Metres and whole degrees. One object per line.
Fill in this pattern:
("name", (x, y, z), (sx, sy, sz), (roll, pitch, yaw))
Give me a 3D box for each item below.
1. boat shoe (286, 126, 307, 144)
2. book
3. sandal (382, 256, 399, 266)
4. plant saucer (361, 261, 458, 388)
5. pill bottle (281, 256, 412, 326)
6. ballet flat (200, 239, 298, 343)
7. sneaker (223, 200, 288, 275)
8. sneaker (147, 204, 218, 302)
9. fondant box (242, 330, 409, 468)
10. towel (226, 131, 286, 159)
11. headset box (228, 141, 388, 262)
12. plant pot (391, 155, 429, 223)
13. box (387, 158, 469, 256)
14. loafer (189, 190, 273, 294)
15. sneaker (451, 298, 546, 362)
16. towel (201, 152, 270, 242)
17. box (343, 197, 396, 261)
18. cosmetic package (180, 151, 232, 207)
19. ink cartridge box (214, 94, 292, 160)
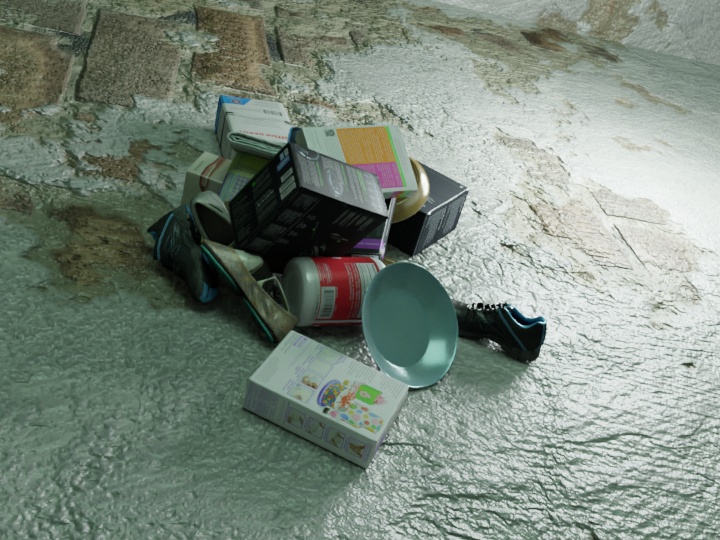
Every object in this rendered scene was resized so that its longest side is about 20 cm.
("boat shoe", (-0.097, -0.232, 1.775), (0.068, 0.085, 0.200), (11, -10, 13))
("book", (-0.004, -0.187, 1.558), (0.199, 0.048, 0.134), (-6, 68, -33))
("sandal", (0.000, 0.000, 1.583), (0.198, 0.054, 0.080), (7, 10, 13))
("plant saucer", (0.071, 0.088, 1.412), (0.200, 0.039, 0.203), (11, 71, -36))
("pill bottle", (-0.021, 0.034, 1.458), (0.199, 0.113, 0.112), (0, 35, -27))
("ballet flat", (-0.168, 0.020, 1.388), (0.067, 0.068, 0.200), (-37, 91, -13))
("sneaker", (-0.167, -0.034, 1.509), (0.200, 0.076, 0.070), (38, 21, -4))
("sneaker", (-0.289, -0.016, 1.452), (0.081, 0.073, 0.201), (-26, 50, -1))
("fondant box", (-0.047, 0.179, 1.269), (0.199, 0.059, 0.144), (23, 32, 11))
("towel", (-0.162, -0.213, 1.636), (0.148, 0.031, 0.200), (17, -2, 1))
("headset box", (-0.078, -0.095, 1.422), (0.199, 0.174, 0.093), (15, 49, -40))
("plant pot", (0.034, -0.172, 1.699), (0.198, 0.028, 0.201), (0, 52, 0))
("box", (0.085, -0.142, 1.797), (0.199, 0.105, 0.182), (31, 35, 21))
("loafer", (-0.211, -0.036, 1.438), (0.201, 0.070, 0.070), (54, 10, -11))
("sneaker", (0.226, 0.081, 1.537), (0.199, 0.082, 0.073), (21, 33, 8))
("towel", (-0.189, -0.104, 1.568), (0.143, 0.023, 0.201), (16, 72, 2))
("box", (-0.015, -0.098, 1.591), (0.142, 0.036, 0.201), (4, 52, 13))
("cosmetic package", (-0.221, -0.137, 1.652), (0.199, 0.088, 0.104), (18, 32, 2))
("ink cartridge box", (-0.223, -0.287, 1.891), (0.145, 0.085, 0.200), (5, 34, -21))
